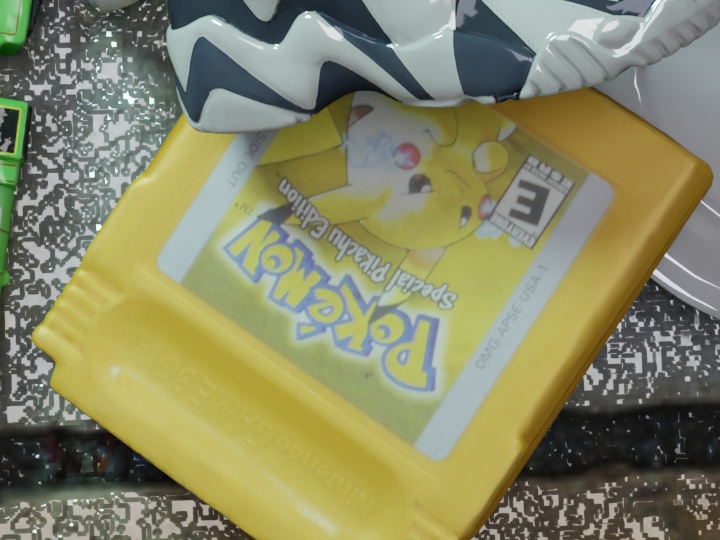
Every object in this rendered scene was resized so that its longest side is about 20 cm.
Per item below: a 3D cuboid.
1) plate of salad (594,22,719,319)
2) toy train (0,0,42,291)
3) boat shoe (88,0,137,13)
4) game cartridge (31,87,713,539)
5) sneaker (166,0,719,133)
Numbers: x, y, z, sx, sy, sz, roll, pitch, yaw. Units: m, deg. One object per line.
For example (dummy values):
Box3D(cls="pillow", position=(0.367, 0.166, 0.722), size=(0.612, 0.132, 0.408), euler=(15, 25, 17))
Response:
Box3D(cls="plate of salad", position=(0.162, -0.073, 0.835), size=(0.198, 0.048, 0.202), euler=(2, 80, -13))
Box3D(cls="toy train", position=(-0.150, -0.039, 0.803), size=(0.056, 0.042, 0.202), euler=(8, 86, -17))
Box3D(cls="boat shoe", position=(-0.107, -0.195, 0.800), size=(0.062, 0.072, 0.201), euler=(-20, 86, -5))
Box3D(cls="game cartridge", position=(0.000, 0.000, 0.791), size=(0.176, 0.032, 0.201), euler=(34, 88, 12))
Box3D(cls="sneaker", position=(0.022, -0.125, 0.729), size=(0.198, 0.080, 0.131), euler=(-6, 111, 19))
